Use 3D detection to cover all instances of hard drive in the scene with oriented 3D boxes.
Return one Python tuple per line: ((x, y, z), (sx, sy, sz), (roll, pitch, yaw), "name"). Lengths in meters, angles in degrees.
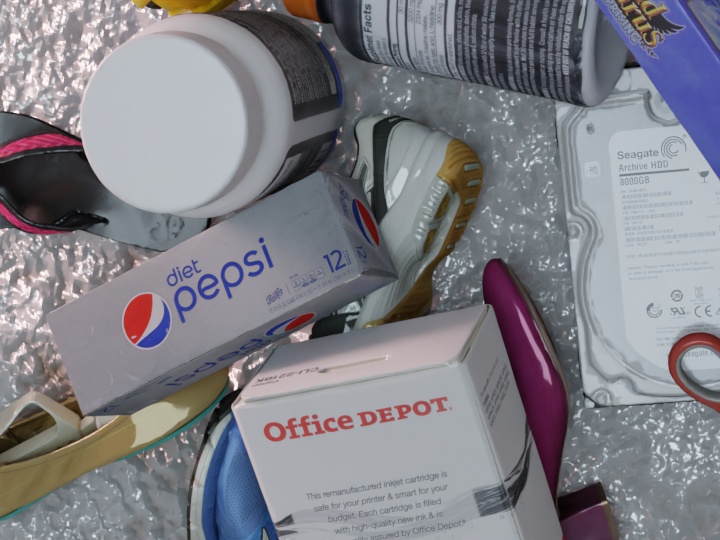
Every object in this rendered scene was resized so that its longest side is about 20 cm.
((0.191, -0.023, 1.178), (0.138, 0.038, 0.202), (-4, 96, 13), "hard drive")

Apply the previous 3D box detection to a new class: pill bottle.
((-0.083, -0.091, 1.145), (0.112, 0.200, 0.115), (2, 98, 12), "pill bottle")
((0.054, -0.164, 1.145), (0.198, 0.106, 0.107), (14, 101, 21), "pill bottle")

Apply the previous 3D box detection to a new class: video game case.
((0.191, -0.164, 1.083), (0.045, 0.181, 0.201), (-35, 89, 40), "video game case")

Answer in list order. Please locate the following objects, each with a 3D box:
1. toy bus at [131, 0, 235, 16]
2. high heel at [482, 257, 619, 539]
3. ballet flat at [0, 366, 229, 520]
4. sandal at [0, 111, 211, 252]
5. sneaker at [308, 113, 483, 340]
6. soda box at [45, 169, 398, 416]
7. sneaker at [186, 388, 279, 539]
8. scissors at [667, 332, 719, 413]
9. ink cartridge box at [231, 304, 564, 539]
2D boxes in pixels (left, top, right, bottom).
((-0.141, -0.246, 1.142), (0.136, 0.192, 0.200), (-42, 86, 16), "toy bus")
((0.084, 0.097, 1.200), (0.095, 0.067, 0.202), (-19, 97, 4), "high heel")
((-0.177, 0.096, 1.257), (0.199, 0.069, 0.063), (-29, 117, 15), "ballet flat")
((-0.191, -0.054, 1.255), (0.198, 0.045, 0.076), (10, 100, 11), "sandal")
((0.000, 0.000, 1.216), (0.087, 0.075, 0.202), (30, 102, 24), "sneaker")
((-0.082, 0.016, 1.170), (0.199, 0.063, 0.069), (-27, 77, 19), "soda box")
((-0.062, 0.171, 1.252), (0.088, 0.079, 0.202), (0, 105, 2), "sneaker")
((0.245, 0.110, 1.172), (0.073, 0.014, 0.201), (-22, 106, 16), "scissors")
((0.030, 0.134, 1.150), (0.143, 0.084, 0.202), (-11, 110, 20), "ink cartridge box")
